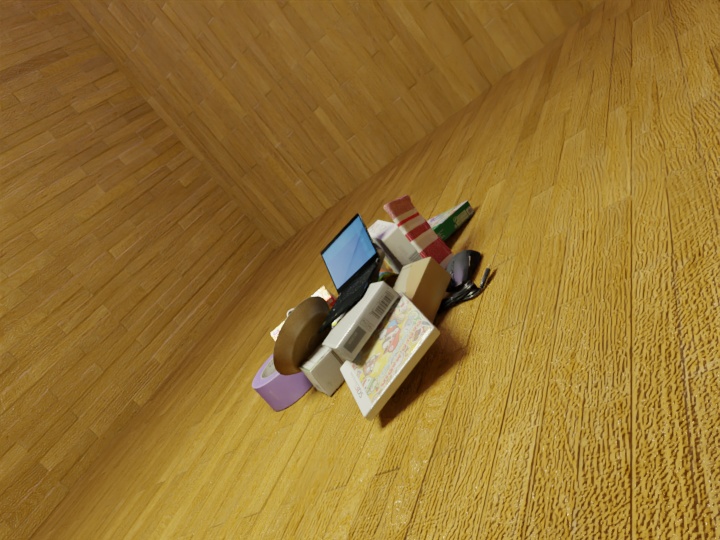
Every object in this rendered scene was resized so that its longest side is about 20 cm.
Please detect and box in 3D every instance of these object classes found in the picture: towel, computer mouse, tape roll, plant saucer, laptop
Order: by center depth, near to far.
[{"bbox_3d":[0.224,-0.001,1.297,0.140,0.046,0.201,-30,18,45],"label":"computer mouse"},{"bbox_3d":[-0.047,0.006,1.352,0.177,0.103,0.201,-43,12,43],"label":"laptop"},{"bbox_3d":[0.140,-0.083,1.394,0.023,0.201,0.144,-39,-2,27],"label":"towel"},{"bbox_3d":[-0.123,0.159,1.412,0.035,0.202,0.201,25,58,28],"label":"plant saucer"},{"bbox_3d":[-0.180,0.257,1.569,0.199,0.085,0.200,-39,13,10],"label":"tape roll"}]

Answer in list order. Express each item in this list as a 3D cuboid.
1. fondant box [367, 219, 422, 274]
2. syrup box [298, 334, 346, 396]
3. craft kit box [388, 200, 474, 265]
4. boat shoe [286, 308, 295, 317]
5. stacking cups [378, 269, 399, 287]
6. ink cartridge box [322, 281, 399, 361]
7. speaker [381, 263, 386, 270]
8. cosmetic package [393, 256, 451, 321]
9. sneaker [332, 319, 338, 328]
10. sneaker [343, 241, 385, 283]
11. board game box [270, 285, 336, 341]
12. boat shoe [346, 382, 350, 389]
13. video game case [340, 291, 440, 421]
[{"bbox_3d":[0.091,-0.046,1.471,0.058,0.145,0.200,-42,14,-5],"label":"fondant box"},{"bbox_3d":[-0.039,0.183,1.400,0.200,0.082,0.078,-45,18,-19],"label":"syrup box"},{"bbox_3d":[0.186,-0.098,1.653,0.199,0.049,0.197,-40,6,-39],"label":"craft kit box"},{"bbox_3d":[-0.103,0.136,1.584,0.196,0.065,0.075,1,68,23],"label":"boat shoe"},{"bbox_3d":[0.061,0.023,1.519,0.060,0.061,0.200,-42,14,-3],"label":"stacking cups"},{"bbox_3d":[-0.006,0.104,1.252,0.161,0.047,0.200,-55,6,-11],"label":"ink cartridge box"},{"bbox_3d":[0.023,0.037,1.689,0.081,0.081,0.201,-35,15,23],"label":"speaker"},{"bbox_3d":[0.103,0.079,1.262,0.105,0.071,0.202,-23,34,52],"label":"cosmetic package"},{"bbox_3d":[-0.026,0.142,1.508,0.200,0.076,0.076,-44,13,0],"label":"sneaker"},{"bbox_3d":[0.000,0.000,1.453,0.078,0.079,0.202,-27,-29,-37],"label":"sneaker"},{"bbox_3d":[-0.143,0.145,1.721,0.199,0.046,0.152,-42,-24,1],"label":"board game box"},{"bbox_3d":[0.015,0.174,1.290,0.068,0.074,0.201,-26,20,30],"label":"boat shoe"},{"bbox_3d":[0.048,0.152,1.132,0.201,0.023,0.182,-52,24,5],"label":"video game case"}]
